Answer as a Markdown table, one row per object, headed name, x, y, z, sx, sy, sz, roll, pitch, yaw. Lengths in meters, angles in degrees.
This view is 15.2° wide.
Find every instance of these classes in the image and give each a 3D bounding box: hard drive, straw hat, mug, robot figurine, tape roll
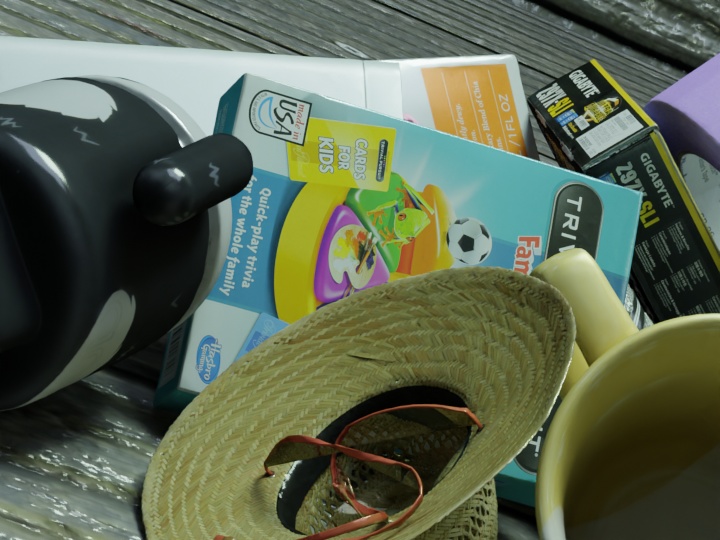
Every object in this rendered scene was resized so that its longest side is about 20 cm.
| name | x | y | z | sx | sy | sz | roll | pitch | yaw |
| --- | --- | --- | --- | --- | --- | --- | --- | --- | --- |
| hard drive | -0.077 | -0.045 | 1.279 | 0.200 | 0.132 | 0.027 | 3 | -27 | -10 |
| straw hat | 0.012 | 0.091 | 1.070 | 0.085 | 0.201 | 0.201 | 62 | -4 | -25 |
| mug | 0.141 | 0.091 | 1.129 | 0.149 | 0.187 | 0.153 | 1 | -15 | -1 |
| robot figurine | -0.135 | -0.016 | 1.110 | 0.150 | 0.125 | 0.200 | 25 | 22 | 18 |
| tape roll | 0.232 | -0.023 | 1.421 | 0.200 | 0.066 | 0.200 | 55 | -7 | 10 |

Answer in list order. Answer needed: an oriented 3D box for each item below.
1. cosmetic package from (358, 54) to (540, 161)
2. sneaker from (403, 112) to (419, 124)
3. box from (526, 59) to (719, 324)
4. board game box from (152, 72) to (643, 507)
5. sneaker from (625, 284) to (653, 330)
| name | x | y | z | sx | sy | sz | roll | pitch | yaw |
| --- | --- | --- | --- | --- | --- | --- | --- | --- | --- |
| cosmetic package | -0.006 | -0.054 | 1.436 | 0.200 | 0.102 | 0.071 | -6 | -16 | -28 |
| sneaker | 0.000 | 0.000 | 1.320 | 0.095 | 0.079 | 0.200 | -3 | 67 | -38 |
| box | 0.162 | -0.001 | 1.428 | 0.200 | 0.049 | 0.160 | 61 | 0 | -17 |
| board game box | 0.020 | 0.012 | 1.232 | 0.200 | 0.151 | 0.047 | 16 | -17 | -15 |
| sneaker | 0.129 | 0.061 | 1.324 | 0.085 | 0.078 | 0.200 | 2 | 57 | -30 |
